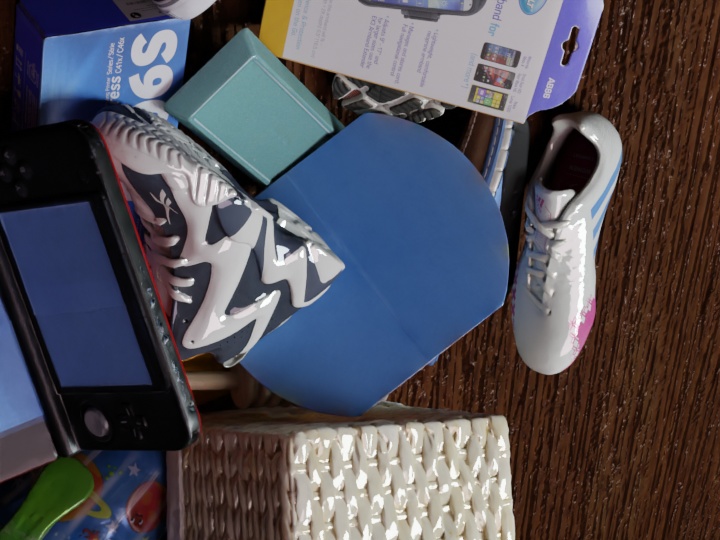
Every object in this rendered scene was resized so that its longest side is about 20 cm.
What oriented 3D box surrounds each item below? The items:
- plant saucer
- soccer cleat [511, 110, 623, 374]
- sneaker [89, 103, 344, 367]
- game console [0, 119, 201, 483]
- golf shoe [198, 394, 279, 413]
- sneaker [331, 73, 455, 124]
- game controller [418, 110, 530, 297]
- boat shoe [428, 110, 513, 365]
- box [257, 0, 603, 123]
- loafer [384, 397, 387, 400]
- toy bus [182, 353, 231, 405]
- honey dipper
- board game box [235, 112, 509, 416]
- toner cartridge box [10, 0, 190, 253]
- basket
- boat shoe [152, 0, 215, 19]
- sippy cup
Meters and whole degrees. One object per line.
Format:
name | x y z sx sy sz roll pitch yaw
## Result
plant saucer | -0.056 -0.089 1.080 0.070 0.019 0.200 -43 156 4
soccer cleat | 0.144 -0.023 1.263 0.086 0.069 0.202 11 91 -61
sneaker | -0.114 -0.005 1.020 0.130 0.079 0.199 -50 138 6
game console | -0.209 0.032 0.964 0.118 0.171 0.201 -32 110 -45
golf shoe | -0.022 0.083 1.251 0.199 0.078 0.097 -33 125 5
sneaker | 0.061 -0.172 1.091 0.077 0.085 0.200 35 123 -24
game controller | 0.072 -0.037 1.253 0.104 0.042 0.201 -22 137 -22
boat shoe | 0.050 -0.038 1.158 0.072 0.072 0.202 -44 153 -85
box | 0.044 -0.166 1.019 0.198 0.042 0.120 14 125 -2
loafer | -0.020 0.126 1.315 0.072 0.063 0.201 15 117 -46
toy bus | -0.083 0.033 1.160 0.199 0.078 0.065 -21 138 -19
honey dipper | -0.129 0.072 1.080 0.198 0.038 0.038 0 127 -25
board game box | 0.000 0.000 1.110 0.200 0.158 0.039 -38 169 -3
toner cartridge box | -0.163 -0.073 1.025 0.094 0.043 0.201 -14 134 -29
basket | -0.009 0.188 1.122 0.197 0.160 0.202 -1 85 -35
boat shoe | -0.063 -0.235 0.940 0.200 0.070 0.066 -47 129 9
sippy cup | -0.188 0.165 1.171 0.130 0.178 0.140 -47 113 -9
